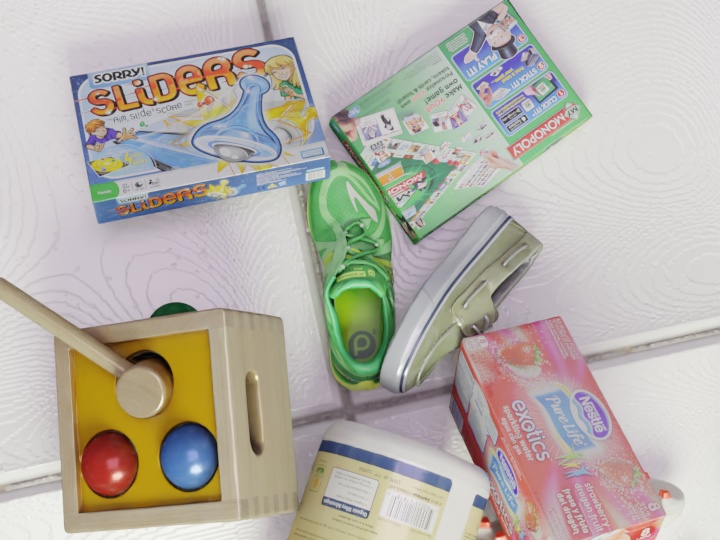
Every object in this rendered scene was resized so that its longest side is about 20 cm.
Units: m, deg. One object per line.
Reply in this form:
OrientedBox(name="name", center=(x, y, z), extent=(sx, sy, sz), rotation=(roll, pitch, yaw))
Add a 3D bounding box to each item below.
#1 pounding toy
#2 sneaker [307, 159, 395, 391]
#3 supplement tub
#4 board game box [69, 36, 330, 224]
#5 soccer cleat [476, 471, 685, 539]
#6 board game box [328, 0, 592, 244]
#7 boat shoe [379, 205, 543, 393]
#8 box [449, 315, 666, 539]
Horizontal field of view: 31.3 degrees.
OrientedBox(name="pounding toy", center=(-0.167, 0.098, 1.002), extent=(0.183, 0.142, 0.201), rotation=(-9, 81, 22))
OrientedBox(name="sneaker", center=(0.000, 0.000, 1.093), extent=(0.074, 0.084, 0.201), rotation=(-8, 82, -8))
OrientedBox(name="supplement tub", center=(0.010, 0.235, 1.026), extent=(0.144, 0.144, 0.201), rotation=(21, 79, -4))
OrientedBox(name="board game box", center=(-0.137, -0.122, 1.095), extent=(0.199, 0.035, 0.136), rotation=(-12, 60, -10))
OrientedBox(name="soccer cleat", center=(0.185, 0.228, 1.098), extent=(0.199, 0.069, 0.078), rotation=(-14, 111, -16))
OrientedBox(name="board game box", center=(0.090, -0.135, 1.154), extent=(0.200, 0.029, 0.135), rotation=(-35, 88, -12))
OrientedBox(name="boat shoe", center=(0.087, 0.027, 1.088), extent=(0.062, 0.072, 0.200), rotation=(29, 64, 16))
OrientedBox(name="box", center=(0.152, 0.149, 1.036), extent=(0.094, 0.103, 0.200), rotation=(-13, 51, -13))
